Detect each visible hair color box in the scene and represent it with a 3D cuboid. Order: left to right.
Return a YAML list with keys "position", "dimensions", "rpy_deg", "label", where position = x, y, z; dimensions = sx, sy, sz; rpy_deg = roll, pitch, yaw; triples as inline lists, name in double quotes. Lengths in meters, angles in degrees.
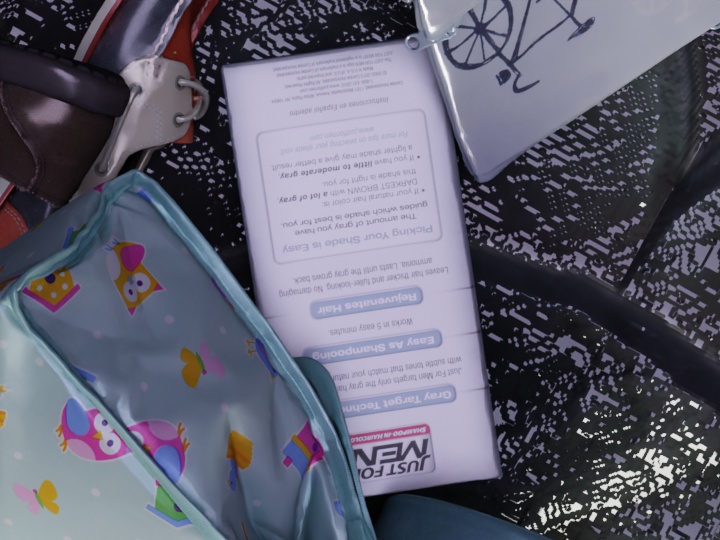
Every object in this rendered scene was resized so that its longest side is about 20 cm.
- position: [0.000, 0.000, 0.998]
  dimensions: [0.099, 0.061, 0.201]
  rpy_deg: [-8, 92, -2]
  label: "hair color box"

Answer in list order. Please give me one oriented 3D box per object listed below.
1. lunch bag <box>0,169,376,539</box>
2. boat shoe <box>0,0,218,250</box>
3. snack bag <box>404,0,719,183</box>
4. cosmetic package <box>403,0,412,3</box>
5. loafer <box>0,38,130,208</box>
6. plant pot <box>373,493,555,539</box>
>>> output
- position: [-0.102, 0.082, 0.932]
  dimensions: [0.170, 0.122, 0.200]
  rpy_deg: [-30, 107, 41]
  label: "lunch bag"
- position: [-0.103, -0.069, 0.982]
  dimensions: [0.062, 0.071, 0.200]
  rpy_deg: [36, 97, 11]
  label: "boat shoe"
- position: [0.096, -0.149, 0.938]
  dimensions: [0.188, 0.021, 0.200]
  rpy_deg: [-33, 132, -16]
  label: "snack bag"
- position: [0.061, -0.230, 0.914]
  dimensions: [0.151, 0.052, 0.200]
  rpy_deg: [-30, 138, -26]
  label: "cosmetic package"
- position: [-0.195, -0.073, 0.946]
  dimensions: [0.199, 0.073, 0.071]
  rpy_deg: [15, 92, 29]
  label: "loafer"
- position: [0.040, 0.206, 0.951]
  dimensions: [0.200, 0.200, 0.188]
  rpy_deg: [24, 78, -4]
  label: "plant pot"
